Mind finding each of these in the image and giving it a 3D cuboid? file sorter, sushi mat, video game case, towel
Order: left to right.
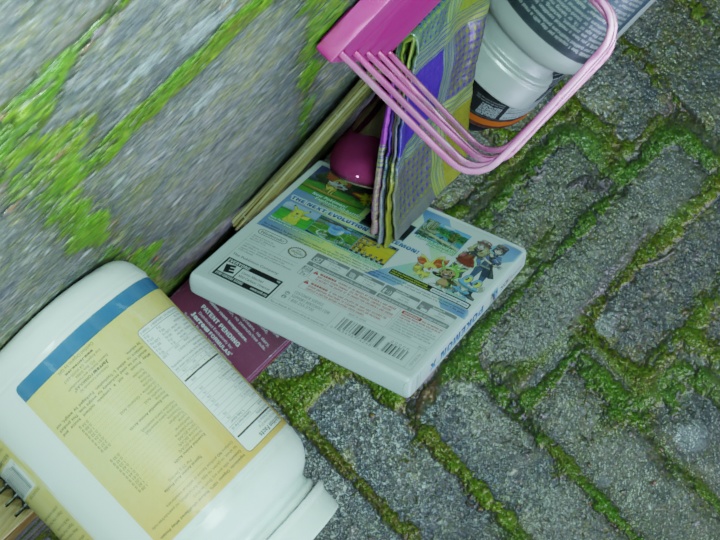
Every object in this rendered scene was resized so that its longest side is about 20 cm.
[{"bbox_3d":[-0.024,-0.112,1.225,0.200,0.012,0.096,-45,179,32],"label":"sushi mat"},{"bbox_3d":[0.000,0.000,1.204,0.182,0.199,0.022,-44,149,-41],"label":"video game case"},{"bbox_3d":[0.058,-0.128,1.190,0.144,0.023,0.201,-44,151,-45],"label":"towel"},{"bbox_3d":[0.080,-0.146,0.975,0.139,0.125,0.200,-45,179,13],"label":"file sorter"}]

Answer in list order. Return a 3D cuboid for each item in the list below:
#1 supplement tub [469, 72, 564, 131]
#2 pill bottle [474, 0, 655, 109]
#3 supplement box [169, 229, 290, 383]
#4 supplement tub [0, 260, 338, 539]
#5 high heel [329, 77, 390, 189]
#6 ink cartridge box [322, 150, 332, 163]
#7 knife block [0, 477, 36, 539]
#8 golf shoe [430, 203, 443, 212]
[{"bbox_3d":[0.139,-0.203,1.490,0.107,0.107,0.200,-44,179,-24],"label":"supplement tub"},{"bbox_3d":[0.170,-0.231,1.269,0.200,0.120,0.120,-45,178,28],"label":"pill bottle"},{"bbox_3d":[-0.110,0.041,1.377,0.200,0.103,0.131,-44,179,8],"label":"supplement box"},{"bbox_3d":[-0.124,0.110,0.927,0.145,0.200,0.145,-44,179,-1],"label":"supplement tub"},{"bbox_3d":[0.026,-0.131,1.261,0.200,0.067,0.097,-59,167,-66],"label":"high heel"},{"bbox_3d":[-0.023,-0.055,1.508,0.200,0.083,0.147,-45,179,9],"label":"ink cartridge box"},{"bbox_3d":[-0.253,0.150,1.155,0.175,0.064,0.200,-43,178,-33],"label":"knife block"},{"bbox_3d":[0.008,-0.047,1.374,0.073,0.092,0.200,-62,154,9],"label":"golf shoe"}]
